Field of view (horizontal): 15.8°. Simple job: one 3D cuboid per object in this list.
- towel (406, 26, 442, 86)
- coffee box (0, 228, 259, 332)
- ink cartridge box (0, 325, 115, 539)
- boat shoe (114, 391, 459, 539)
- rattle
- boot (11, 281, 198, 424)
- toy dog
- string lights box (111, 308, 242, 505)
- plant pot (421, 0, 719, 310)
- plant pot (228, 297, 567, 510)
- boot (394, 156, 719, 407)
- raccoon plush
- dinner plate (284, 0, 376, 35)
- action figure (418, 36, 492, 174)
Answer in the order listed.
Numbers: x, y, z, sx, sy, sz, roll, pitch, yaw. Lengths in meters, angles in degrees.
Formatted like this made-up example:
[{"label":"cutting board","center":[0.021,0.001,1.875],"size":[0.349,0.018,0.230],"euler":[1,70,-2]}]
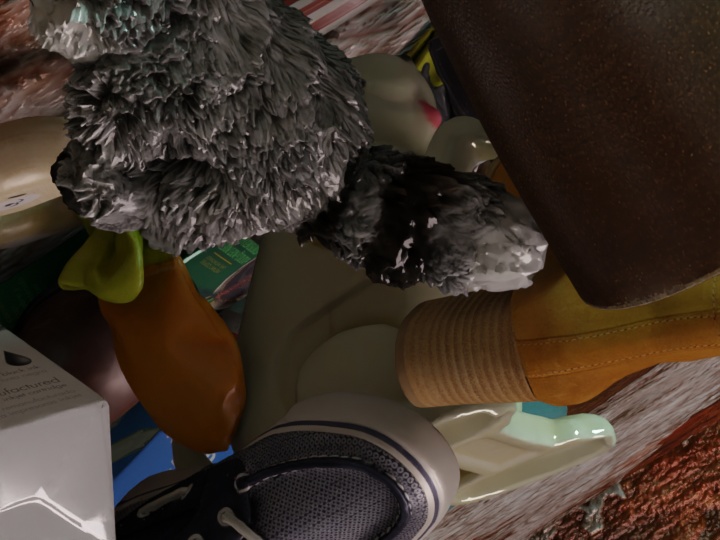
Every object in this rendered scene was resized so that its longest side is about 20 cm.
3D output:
[{"label":"towel","center":[0.083,-0.111,1.293],"size":[0.199,0.018,0.086],"euler":[-17,154,-44]},{"label":"coffee box","center":[-0.131,0.024,1.226],"size":[0.199,0.044,0.123],"euler":[-33,167,3]},{"label":"ink cartridge box","center":[-0.193,0.061,1.020],"size":[0.115,0.200,0.068],"euler":[-15,115,-31]},{"label":"boat shoe","center":[-0.047,0.115,1.005],"size":[0.200,0.075,0.093],"euler":[-28,-160,49]},{"label":"rattle","center":[-0.126,0.006,0.977],"size":[0.129,0.144,0.200],"euler":[-2,180,11]},{"label":"boot","center":[-0.141,0.085,1.075],"size":[0.187,0.069,0.200],"euler":[-26,-157,2]},{"label":"toy dog","center":[0.000,0.000,1.101],"size":[0.193,0.201,0.139],"euler":[-26,157,33]},{"label":"string lights box","center":[-0.125,0.105,1.271],"size":[0.200,0.059,0.103],"euler":[-47,-149,-20]},{"label":"plant pot","center":[0.082,-0.124,0.817],"size":[0.187,0.200,0.187],"euler":[-38,-169,9]},{"label":"plant pot","center":[-0.020,0.067,1.442],"size":[0.199,0.142,0.141],"euler":[-6,151,-50]},{"label":"boot","center":[0.109,-0.007,0.954],"size":[0.143,0.071,0.201],"euler":[-10,-160,26]},{"label":"raccoon plush","center":[-0.025,-0.077,0.852],"size":[0.199,0.097,0.134],"euler":[9,145,3]},{"label":"dinner plate","center":[-0.024,-0.130,0.975],"size":[0.199,0.024,0.200],"euler":[-31,165,-9]},{"label":"action figure","center":[0.042,-0.059,1.225],"size":[0.130,0.069,0.200],"euler":[-34,167,-26]}]
